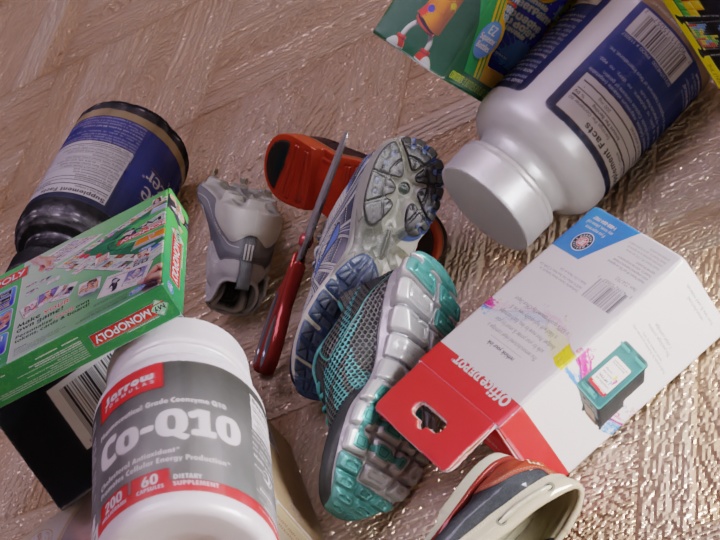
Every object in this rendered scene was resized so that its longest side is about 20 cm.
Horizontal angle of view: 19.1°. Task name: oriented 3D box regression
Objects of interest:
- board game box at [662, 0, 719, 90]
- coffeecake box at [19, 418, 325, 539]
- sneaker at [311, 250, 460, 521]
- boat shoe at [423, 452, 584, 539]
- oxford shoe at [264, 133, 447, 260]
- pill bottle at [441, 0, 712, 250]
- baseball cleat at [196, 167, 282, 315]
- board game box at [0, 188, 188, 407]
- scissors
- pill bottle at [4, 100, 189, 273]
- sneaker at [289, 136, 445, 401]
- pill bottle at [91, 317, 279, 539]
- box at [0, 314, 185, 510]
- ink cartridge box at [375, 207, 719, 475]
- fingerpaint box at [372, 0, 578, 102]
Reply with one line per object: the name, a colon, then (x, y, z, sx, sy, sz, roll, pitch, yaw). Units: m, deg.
board game box: (0.294, -0.153, 1.340, 0.057, 0.200, 0.166, 5, 50, 53)
coffeecake box: (-0.131, 0.193, 1.450, 0.200, 0.073, 0.154, -36, 30, 5)
sneaker: (0.004, 0.084, 1.448, 0.091, 0.078, 0.201, -15, 43, 41)
boat shoe: (0.057, 0.193, 1.248, 0.062, 0.071, 0.200, 15, 60, 44)
oxford shoe: (0.011, -0.059, 1.657, 0.200, 0.072, 0.072, 36, 119, 42)
pill bottle: (0.153, -0.111, 1.529, 0.200, 0.111, 0.111, -46, 30, -15)
baseball cleat: (-0.106, -0.022, 1.733, 0.200, 0.069, 0.107, -126, 49, -82)
board game box: (-0.209, 0.029, 1.440, 0.199, 0.029, 0.135, -27, 27, 12)
scissors: (-0.045, -0.014, 1.589, 0.073, 0.014, 0.201, -108, 35, -78)
pill bottle: (-0.233, -0.044, 1.862, 0.111, 0.112, 0.201, -14, 37, 35)
sneaker: (0.000, 0.000, 1.557, 0.201, 0.077, 0.085, -66, 20, -4)
pill bottle: (-0.111, 0.124, 1.335, 0.113, 0.114, 0.200, -30, 33, 13)
box: (-0.189, 0.082, 1.553, 0.148, 0.107, 0.200, -36, 3, -8)
ink cartridge box: (0.119, 0.061, 1.365, 0.200, 0.067, 0.116, -41, 30, -6)
fingerpaint box: (0.118, -0.204, 1.568, 0.073, 0.200, 0.167, 36, 97, 25)
